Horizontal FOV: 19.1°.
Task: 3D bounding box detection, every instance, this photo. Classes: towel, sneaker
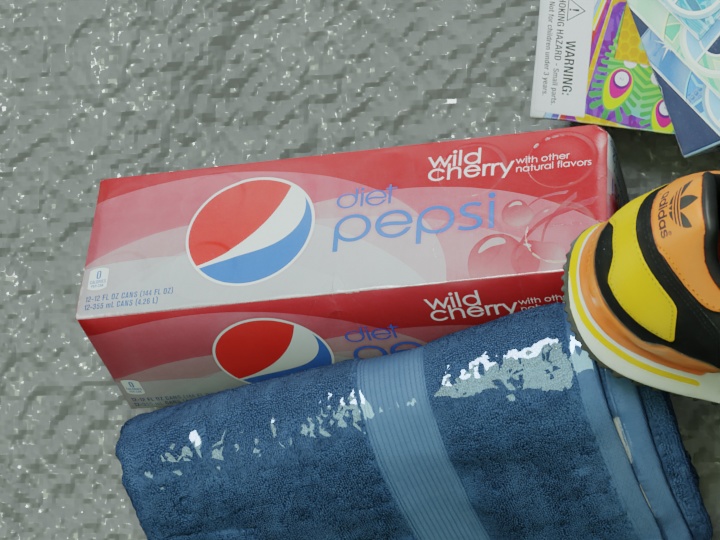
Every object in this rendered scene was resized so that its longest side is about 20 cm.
[{"bbox_3d":[0.018,0.077,0.769,0.199,0.112,0.049,-14,35,15],"label":"towel"},{"bbox_3d":[0.171,0.012,0.703,0.199,0.090,0.070,11,66,-19],"label":"sneaker"}]

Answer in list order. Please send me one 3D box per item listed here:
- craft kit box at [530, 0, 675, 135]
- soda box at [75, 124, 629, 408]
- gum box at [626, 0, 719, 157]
[{"bbox_3d":[0.161,-0.140,0.741,0.197,0.048,0.201,9,101,28],"label":"craft kit box"},{"bbox_3d":[0.000,0.000,0.793,0.199,0.064,0.070,-6,52,14],"label":"soda box"},{"bbox_3d":[0.167,-0.151,0.686,0.199,0.044,0.171,-23,84,31],"label":"gum box"}]
